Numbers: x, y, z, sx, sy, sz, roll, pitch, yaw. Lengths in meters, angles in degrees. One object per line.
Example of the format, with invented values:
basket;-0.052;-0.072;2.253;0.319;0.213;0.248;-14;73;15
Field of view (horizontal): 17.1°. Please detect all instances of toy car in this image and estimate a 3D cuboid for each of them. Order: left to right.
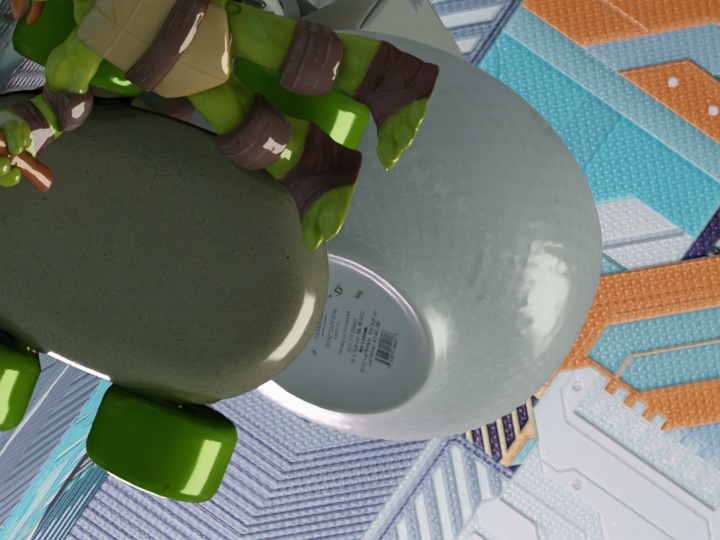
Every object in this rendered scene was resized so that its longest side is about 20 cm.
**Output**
toy car;-0.097;-0.023;0.966;0.200;0.157;0.165;-130;-118;-78

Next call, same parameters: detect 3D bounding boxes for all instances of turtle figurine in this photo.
turtle figurine;-0.066;-0.073;0.827;0.200;0.161;0.064;-51;-162;24

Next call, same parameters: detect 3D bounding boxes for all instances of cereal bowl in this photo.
cereal bowl;0.000;0.000;1.035;0.200;0.200;0.083;-56;-177;44

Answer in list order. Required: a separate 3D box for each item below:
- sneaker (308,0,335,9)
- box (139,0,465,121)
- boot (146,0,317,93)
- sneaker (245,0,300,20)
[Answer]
sneaker;-0.078;-0.105;1.307;0.200;0.076;0.081;-53;-165;19
box;-0.045;-0.055;1.131;0.200;0.095;0.078;-24;-163;31
boot;-0.028;-0.052;1.223;0.182;0.200;0.073;-55;-179;22
sneaker;-0.057;-0.148;1.025;0.200;0.077;0.085;-82;-173;-82
